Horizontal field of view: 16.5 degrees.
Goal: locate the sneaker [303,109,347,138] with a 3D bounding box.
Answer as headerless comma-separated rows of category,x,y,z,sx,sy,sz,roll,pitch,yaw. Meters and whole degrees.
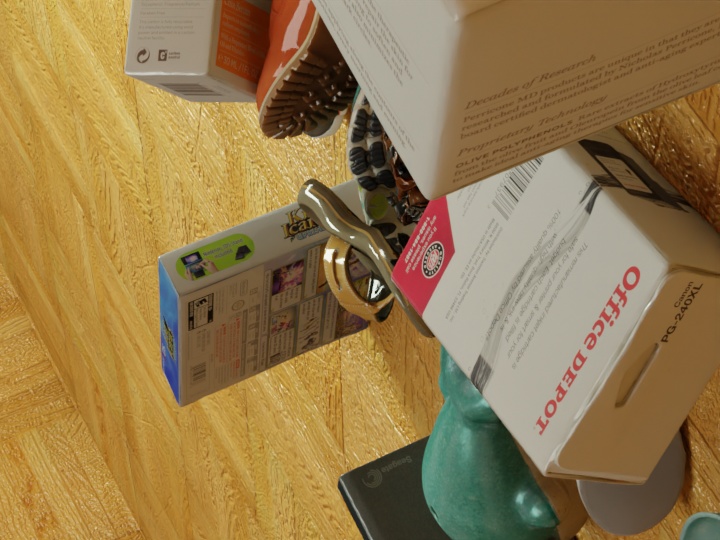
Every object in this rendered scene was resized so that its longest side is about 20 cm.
sneaker,-0.061,-0.176,1.907,0.077,0.082,0.200,55,160,40

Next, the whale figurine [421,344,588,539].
whale figurine,0.086,0.127,1.741,0.159,0.104,0.200,56,175,36

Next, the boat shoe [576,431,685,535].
boat shoe,0.154,0.076,1.559,0.066,0.072,0.201,-104,-6,-56

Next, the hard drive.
hard drive,0.087,0.214,1.838,0.200,0.139,0.033,62,165,20

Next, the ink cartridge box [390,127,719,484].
ink cartridge box,0.121,0.007,1.421,0.146,0.083,0.200,-61,41,22

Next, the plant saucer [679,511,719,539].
plant saucer,0.257,0.230,1.482,0.200,0.036,0.200,58,163,30

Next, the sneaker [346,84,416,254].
sneaker,0.018,-0.092,1.783,0.200,0.077,0.080,90,162,-55

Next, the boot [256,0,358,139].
boot,-0.033,-0.187,1.750,0.107,0.075,0.200,57,136,33

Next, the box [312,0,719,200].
box,0.079,-0.183,1.199,0.199,0.199,0.172,61,166,23

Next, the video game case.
video game case,-0.076,0.019,2.047,0.046,0.181,0.200,62,163,24

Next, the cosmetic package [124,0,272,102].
cosmetic package,-0.107,-0.228,1.784,0.101,0.071,0.201,17,-103,-65

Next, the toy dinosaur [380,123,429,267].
toy dinosaur,0.079,-0.021,1.686,0.200,0.102,0.136,40,-179,-5

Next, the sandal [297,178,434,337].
sandal,0.000,0.000,1.730,0.080,0.054,0.200,48,177,-38
